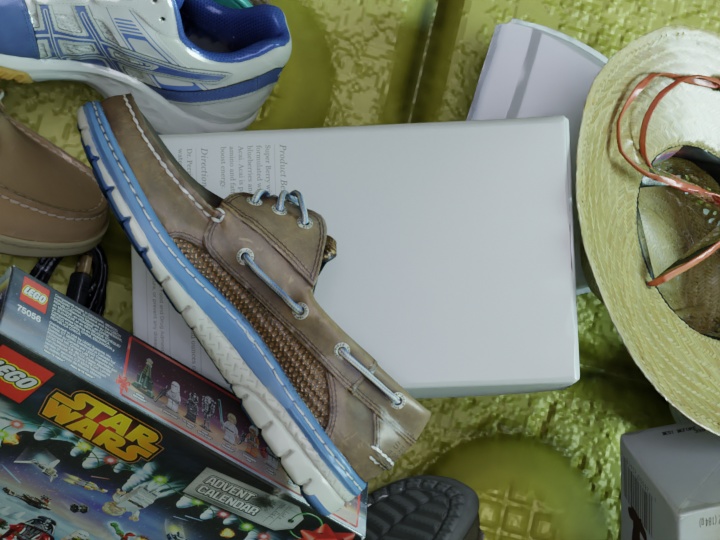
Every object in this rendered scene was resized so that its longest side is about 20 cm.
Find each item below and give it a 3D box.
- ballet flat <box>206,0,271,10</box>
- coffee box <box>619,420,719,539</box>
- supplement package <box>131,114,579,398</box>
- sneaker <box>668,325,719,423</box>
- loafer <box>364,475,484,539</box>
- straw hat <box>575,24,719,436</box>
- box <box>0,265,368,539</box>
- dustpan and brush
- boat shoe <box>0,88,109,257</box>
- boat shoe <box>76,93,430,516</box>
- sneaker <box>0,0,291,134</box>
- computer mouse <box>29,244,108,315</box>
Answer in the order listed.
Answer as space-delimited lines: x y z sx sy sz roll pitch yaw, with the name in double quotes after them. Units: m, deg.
-0.137 -0.173 0.927 0.199 0.068 0.073 11 63 -5 "ballet flat"
0.189 0.173 0.891 0.114 0.080 0.201 -10 115 -10 "coffee box"
0.000 0.000 0.876 0.198 0.120 0.122 -2 84 4 "supplement package"
0.257 0.028 0.936 0.199 0.131 0.080 -26 91 -12 "sneaker"
-0.003 0.190 0.909 0.200 0.075 0.070 -53 132 -15 "loafer"
0.153 -0.009 0.892 0.200 0.085 0.203 10 72 -31 "straw hat"
-0.114 0.090 0.828 0.199 0.137 0.040 33 40 -27 "box"
0.144 -0.036 0.968 0.199 0.057 0.140 18 92 -2 "dustpan and brush"
-0.197 -0.067 0.864 0.199 0.072 0.065 23 123 -29 "boat shoe"
-0.044 0.002 0.788 0.072 0.072 0.201 -34 93 -4 "boat shoe"
-0.125 -0.129 0.874 0.199 0.088 0.076 20 43 -29 "sneaker"
-0.151 0.081 0.904 0.058 0.034 0.202 6 82 -9 "computer mouse"
